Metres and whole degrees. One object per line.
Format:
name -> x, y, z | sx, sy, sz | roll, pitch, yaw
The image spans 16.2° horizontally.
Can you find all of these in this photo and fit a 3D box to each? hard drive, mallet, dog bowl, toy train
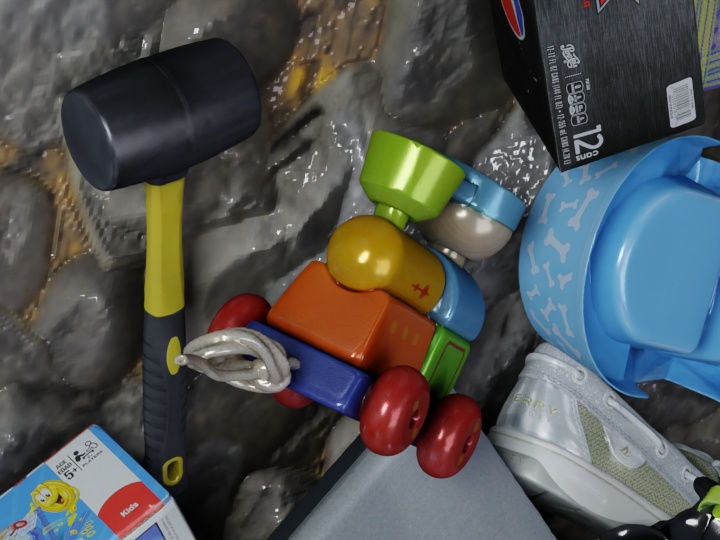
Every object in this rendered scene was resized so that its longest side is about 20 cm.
hard drive -> 0.014, 0.152, 0.994 | 0.140, 0.033, 0.200 | 56, 43, -11
mallet -> -0.080, 0.009, 0.922 | 0.066, 0.041, 0.200 | -16, 131, -33
dog bowl -> 0.143, 0.000, 1.088 | 0.200, 0.050, 0.112 | 12, 95, -46
toy train -> 0.000, 0.000, 0.921 | 0.116, 0.085, 0.200 | -65, 158, -3

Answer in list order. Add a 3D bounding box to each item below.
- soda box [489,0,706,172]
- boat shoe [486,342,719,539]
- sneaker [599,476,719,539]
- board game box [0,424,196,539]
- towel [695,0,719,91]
soda box -> 0.078, -0.138, 0.923 | 0.063, 0.071, 0.200 | -18, 132, -6
boat shoe -> 0.131, 0.094, 1.143 | 0.202, 0.074, 0.065 | 28, 81, -41
sneaker -> 0.137, 0.139, 1.091 | 0.072, 0.083, 0.200 | -51, 176, -33
board game box -> -0.132, 0.190, 0.980 | 0.196, 0.056, 0.200 | -38, 138, -15
towel -> 0.184, -0.148, 1.056 | 0.200, 0.023, 0.144 | -20, 131, -30
